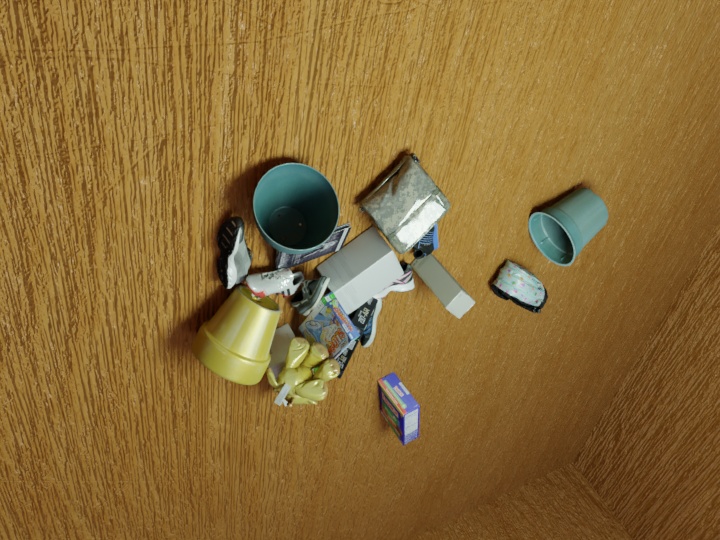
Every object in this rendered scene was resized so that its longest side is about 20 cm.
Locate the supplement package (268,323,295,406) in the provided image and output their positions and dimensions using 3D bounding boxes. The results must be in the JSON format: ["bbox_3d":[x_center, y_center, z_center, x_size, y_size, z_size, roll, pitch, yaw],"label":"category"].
[{"bbox_3d":[-0.215,0.277,1.736,0.107,0.114,0.203,-26,137,-13],"label":"supplement package"}]

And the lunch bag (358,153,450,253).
[{"bbox_3d":[0.113,-0.176,1.545,0.199,0.140,0.168,-42,109,7],"label":"lunch bag"}]

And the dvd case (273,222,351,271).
[{"bbox_3d":[-0.124,-0.057,1.524,0.195,0.016,0.149,-20,165,-19],"label":"dvd case"}]

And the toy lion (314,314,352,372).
[{"bbox_3d":[-0.084,0.217,1.781,0.194,0.067,0.201,-57,168,-22],"label":"toy lion"}]

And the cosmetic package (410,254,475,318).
[{"bbox_3d":[0.244,0.038,1.785,0.073,0.201,0.103,-44,139,10],"label":"cosmetic package"}]

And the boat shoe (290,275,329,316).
[{"bbox_3d":[-0.136,0.061,1.584,0.074,0.061,0.200,-62,-173,-31],"label":"boat shoe"}]

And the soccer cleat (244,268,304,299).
[{"bbox_3d":[-0.216,0.026,1.516,0.085,0.070,0.199,-39,159,19],"label":"soccer cleat"}]

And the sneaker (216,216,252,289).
[{"bbox_3d":[-0.295,-0.048,1.425,0.078,0.074,0.203,-19,143,-33],"label":"sneaker"}]

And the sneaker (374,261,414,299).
[{"bbox_3d":[0.069,0.020,1.755,0.195,0.080,0.089,-14,116,-29],"label":"sneaker"}]

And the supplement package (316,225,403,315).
[{"bbox_3d":[0.000,0.000,1.639,0.198,0.118,0.118,-35,139,-2],"label":"supplement package"}]

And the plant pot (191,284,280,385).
[{"bbox_3d":[-0.298,0.152,1.514,0.198,0.200,0.192,22,100,-45],"label":"plant pot"}]

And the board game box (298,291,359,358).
[{"bbox_3d":[-0.087,0.164,1.606,0.034,0.137,0.200,-25,165,-36],"label":"board game box"}]

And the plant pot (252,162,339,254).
[{"bbox_3d":[-0.157,-0.124,1.380,0.195,0.205,0.135,-18,170,-21],"label":"plant pot"}]

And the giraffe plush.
[{"bbox_3d":[-0.160,0.302,1.611,0.199,0.172,0.163,-40,164,-23],"label":"giraffe plush"}]

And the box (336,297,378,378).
[{"bbox_3d":[-0.021,0.188,1.702,0.162,0.043,0.202,-62,177,-43],"label":"box"}]

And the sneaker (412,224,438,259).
[{"bbox_3d":[0.173,-0.110,1.701,0.077,0.070,0.202,-33,139,-12],"label":"sneaker"}]

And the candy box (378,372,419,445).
[{"bbox_3d":[0.138,0.498,2.151,0.075,0.170,0.204,-23,137,-20],"label":"candy box"}]

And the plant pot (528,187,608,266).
[{"bbox_3d":[0.689,-0.154,1.954,0.194,0.200,0.203,-34,140,-14],"label":"plant pot"}]

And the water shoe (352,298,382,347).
[{"bbox_3d":[0.008,0.146,1.822,0.077,0.072,0.205,-2,122,-23],"label":"water shoe"}]

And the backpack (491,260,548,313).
[{"bbox_3d":[0.544,0.052,2.070,0.197,0.166,0.129,22,94,-42],"label":"backpack"}]
